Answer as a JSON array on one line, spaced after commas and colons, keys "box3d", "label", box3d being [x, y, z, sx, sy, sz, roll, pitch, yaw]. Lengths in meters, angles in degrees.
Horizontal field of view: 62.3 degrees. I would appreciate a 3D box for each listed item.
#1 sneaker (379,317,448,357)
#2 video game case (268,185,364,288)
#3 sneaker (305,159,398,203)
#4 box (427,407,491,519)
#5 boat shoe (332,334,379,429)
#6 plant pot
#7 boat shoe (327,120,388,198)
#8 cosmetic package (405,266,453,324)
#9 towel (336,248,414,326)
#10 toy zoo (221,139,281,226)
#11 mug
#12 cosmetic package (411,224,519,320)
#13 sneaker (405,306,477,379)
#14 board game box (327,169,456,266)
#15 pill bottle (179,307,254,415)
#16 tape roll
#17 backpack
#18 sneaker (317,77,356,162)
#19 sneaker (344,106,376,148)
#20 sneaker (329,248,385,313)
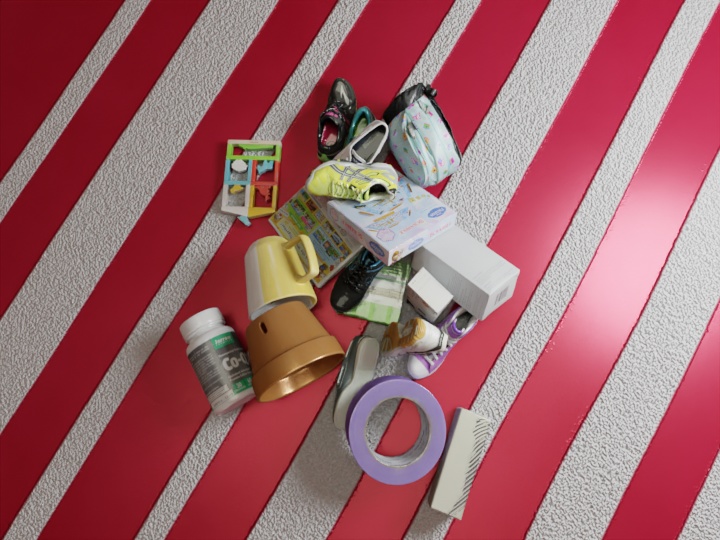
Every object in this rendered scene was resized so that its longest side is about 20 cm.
[{"box3d": [0.106, 0.149, 1.211, 0.086, 0.199, 0.077, 22, 75, -17], "label": "sneaker"}, {"box3d": [-0.084, -0.097, 1.329, 0.181, 0.023, 0.201, -40, 77, 7], "label": "video game case"}, {"box3d": [-0.016, -0.179, 1.227, 0.195, 0.077, 0.077, -5, 43, -5], "label": "sneaker"}, {"box3d": [0.199, 0.386, 1.205, 0.067, 0.082, 0.204, 18, 82, 6], "label": "box"}, {"box3d": [-0.017, 0.234, 1.269, 0.072, 0.061, 0.204, 19, 90, -35], "label": "boat shoe"}, {"box3d": [-0.149, 0.159, 1.218, 0.197, 0.200, 0.142, -30, 73, -2], "label": "plant pot"}, {"box3d": [-0.014, -0.240, 1.275, 0.073, 0.065, 0.202, 35, 94, -9], "label": "boat shoe"}, {"box3d": [0.136, 0.058, 1.211, 0.082, 0.200, 0.051, 42, 83, 11], "label": "cosmetic package"}, {"box3d": [0.036, 0.012, 1.319, 0.146, 0.031, 0.205, 12, 82, 9], "label": "towel"}, {"box3d": [-0.253, -0.202, 1.380, 0.128, 0.020, 0.205, 1, 79, 4], "label": "toy zoo"}, {"box3d": [-0.166, 0.007, 1.276, 0.183, 0.150, 0.156, -20, 69, 7], "label": "mug"}, {"box3d": [0.214, -0.004, 1.233, 0.112, 0.082, 0.199, -30, 54, -31], "label": "cosmetic package"}, {"box3d": [0.168, 0.143, 1.238, 0.072, 0.114, 0.201, 42, 86, 9], "label": "sneaker"}, {"box3d": [0.065, -0.118, 1.251, 0.198, 0.042, 0.199, -29, 52, -28], "label": "board game box"}, {"box3d": [-0.299, 0.191, 1.260, 0.112, 0.113, 0.203, -29, 79, -2], "label": "pill bottle"}, {"box3d": [0.069, 0.319, 1.205, 0.195, 0.085, 0.206, 1, 86, -8], "label": "tape roll"}, {"box3d": [0.132, -0.287, 1.308, 0.125, 0.167, 0.203, -30, 94, -8], "label": "backpack"}, {"box3d": [-0.054, -0.349, 1.363, 0.075, 0.084, 0.205, 8, 80, 5], "label": "sneaker"}, {"box3d": [-0.013, -0.270, 1.343, 0.076, 0.080, 0.205, 10, 89, 8], "label": "sneaker"}, {"box3d": [0.000, 0.000, 1.268, 0.073, 0.082, 0.201, 36, 87, 10], "label": "sneaker"}]
